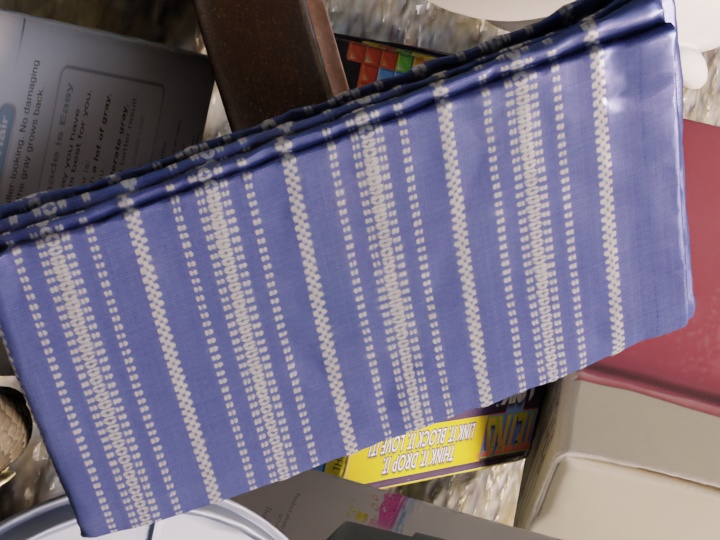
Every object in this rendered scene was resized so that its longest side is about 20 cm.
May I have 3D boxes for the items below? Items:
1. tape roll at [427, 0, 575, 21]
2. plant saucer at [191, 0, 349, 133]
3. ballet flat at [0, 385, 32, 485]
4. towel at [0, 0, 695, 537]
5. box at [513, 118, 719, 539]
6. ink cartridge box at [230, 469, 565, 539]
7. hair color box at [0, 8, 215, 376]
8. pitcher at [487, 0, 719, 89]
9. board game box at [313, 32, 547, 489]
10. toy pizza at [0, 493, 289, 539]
[{"bbox_3d":[0.086,-0.190,0.860,0.202,0.139,0.204,4,85,-40],"label":"tape roll"},{"bbox_3d":[-0.029,-0.079,0.795,0.200,0.034,0.201,-16,90,-89],"label":"plant saucer"},{"bbox_3d":[-0.139,0.055,0.665,0.200,0.067,0.047,6,70,-74],"label":"ballet flat"},{"bbox_3d":[0.000,0.000,0.725,0.145,0.199,0.024,77,-9,-50],"label":"towel"},{"bbox_3d":[0.137,0.048,1.138,0.128,0.108,0.201,104,-1,-51],"label":"box"},{"bbox_3d":[0.026,0.129,0.925,0.068,0.199,0.117,-67,155,-18],"label":"ink cartridge box"},{"bbox_3d":[-0.118,-0.025,0.703,0.200,0.060,0.100,4,100,-66],"label":"hair color box"},{"bbox_3d":[0.109,-0.122,1.044,0.200,0.121,0.172,-8,86,-59],"label":"pitcher"},{"bbox_3d":[0.027,-0.003,1.032,0.200,0.056,0.166,1,104,-66],"label":"board game box"},{"bbox_3d":[-0.089,0.161,0.823,0.199,0.032,0.201,-11,110,-34],"label":"toy pizza"}]
